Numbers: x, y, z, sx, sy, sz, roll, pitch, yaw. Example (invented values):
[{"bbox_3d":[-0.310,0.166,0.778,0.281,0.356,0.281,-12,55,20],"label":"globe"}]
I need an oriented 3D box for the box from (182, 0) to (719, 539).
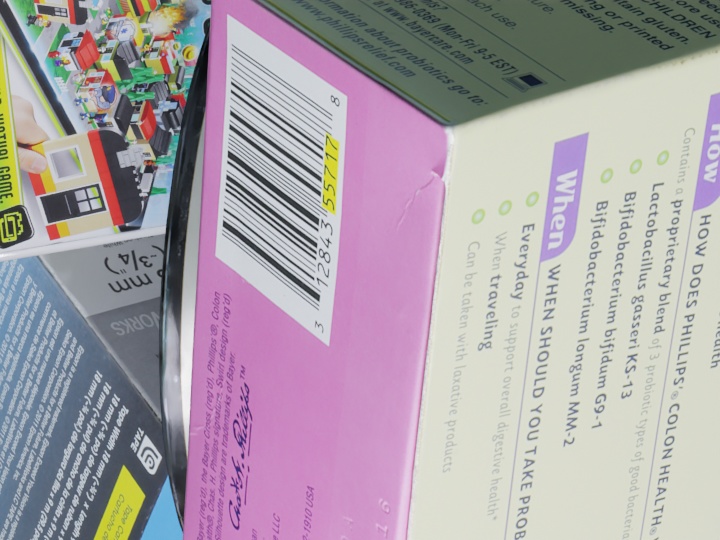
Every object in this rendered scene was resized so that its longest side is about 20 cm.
[{"bbox_3d":[0.063,-0.003,0.692,0.097,0.200,0.176,38,134,42],"label":"box"}]

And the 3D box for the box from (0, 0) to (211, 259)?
[{"bbox_3d":[-0.084,-0.106,0.868,0.035,0.110,0.200,-120,23,-57],"label":"box"}]

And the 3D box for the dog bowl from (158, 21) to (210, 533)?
[{"bbox_3d":[0.000,0.000,0.828,0.074,0.200,0.200,5,120,12],"label":"dog bowl"}]

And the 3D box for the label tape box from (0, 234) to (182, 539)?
[{"bbox_3d":[-0.094,0.064,0.966,0.200,0.063,0.144,51,136,28],"label":"label tape box"}]
